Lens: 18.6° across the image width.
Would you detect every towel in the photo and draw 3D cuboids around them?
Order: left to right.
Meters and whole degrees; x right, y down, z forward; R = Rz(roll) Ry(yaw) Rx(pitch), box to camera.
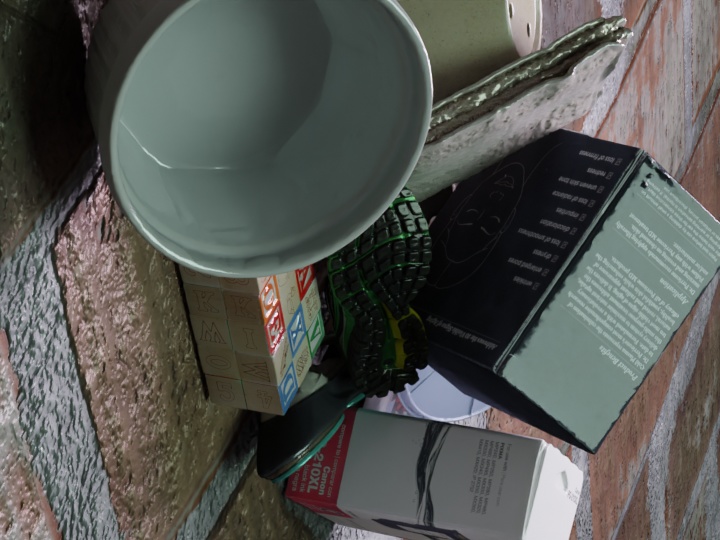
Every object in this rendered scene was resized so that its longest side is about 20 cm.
[{"bbox_3d":[0.102,-0.110,1.583,0.200,0.035,0.133,-29,166,-16],"label":"towel"}]

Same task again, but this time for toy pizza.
[{"bbox_3d":[0.098,0.036,1.822,0.200,0.032,0.201,-27,135,-31],"label":"toy pizza"}]

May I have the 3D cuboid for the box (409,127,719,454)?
[{"bbox_3d":[0.142,0.006,1.662,0.124,0.200,0.197,40,82,-28],"label":"box"}]

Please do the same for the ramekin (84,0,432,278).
[{"bbox_3d":[-0.068,-0.107,1.290,0.105,0.200,0.201,-128,-154,-52],"label":"ramekin"}]

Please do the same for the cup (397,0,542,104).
[{"bbox_3d":[0.052,-0.191,1.605,0.200,0.143,0.201,-3,90,-71],"label":"cup"}]

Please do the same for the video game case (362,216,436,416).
[{"bbox_3d":[0.094,0.038,1.868,0.182,0.023,0.200,-8,126,-47],"label":"video game case"}]

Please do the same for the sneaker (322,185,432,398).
[{"bbox_3d":[0.000,0.000,1.591,0.200,0.078,0.085,90,-25,-44],"label":"sneaker"}]

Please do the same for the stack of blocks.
[{"bbox_3d":[-0.072,-0.014,1.504,0.115,0.058,0.200,-62,153,-43],"label":"stack of blocks"}]

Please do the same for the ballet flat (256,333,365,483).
[{"bbox_3d":[-0.037,0.092,1.649,0.200,0.073,0.073,-40,135,-57],"label":"ballet flat"}]

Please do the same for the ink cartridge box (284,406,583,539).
[{"bbox_3d":[0.061,0.170,1.743,0.145,0.200,0.085,42,59,-67],"label":"ink cartridge box"}]

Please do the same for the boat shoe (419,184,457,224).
[{"bbox_3d":[0.058,-0.027,1.841,0.073,0.074,0.200,-59,150,-47],"label":"boat shoe"}]
